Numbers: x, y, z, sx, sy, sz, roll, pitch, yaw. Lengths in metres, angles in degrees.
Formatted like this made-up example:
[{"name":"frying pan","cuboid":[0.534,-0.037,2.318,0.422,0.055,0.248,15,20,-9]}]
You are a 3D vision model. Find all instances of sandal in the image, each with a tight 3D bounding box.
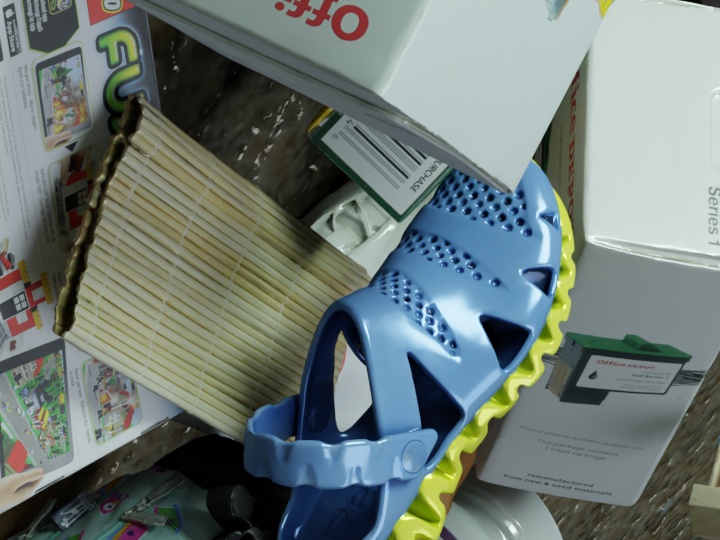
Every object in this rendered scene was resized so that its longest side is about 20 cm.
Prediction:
[{"name":"sandal","cuboid":[0.017,0.034,1.113,0.087,0.079,0.201,43,66,-42]}]

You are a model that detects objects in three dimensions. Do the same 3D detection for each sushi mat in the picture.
[{"name":"sushi mat","cuboid":[-0.054,0.011,1.111,0.200,0.012,0.096,37,68,-58]}]

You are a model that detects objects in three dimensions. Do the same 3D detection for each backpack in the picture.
[{"name":"backpack","cuboid":[-0.109,0.176,1.176,0.199,0.126,0.168,-32,122,-24]}]

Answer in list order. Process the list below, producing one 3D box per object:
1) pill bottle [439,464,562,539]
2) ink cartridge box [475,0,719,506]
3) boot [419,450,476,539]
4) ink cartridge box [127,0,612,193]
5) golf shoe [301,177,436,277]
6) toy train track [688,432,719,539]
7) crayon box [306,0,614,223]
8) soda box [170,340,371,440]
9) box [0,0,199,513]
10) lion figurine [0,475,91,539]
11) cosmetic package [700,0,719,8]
[{"name":"pill bottle","cuboid":[0.017,0.191,1.556,0.200,0.112,0.113,-32,149,-30]},{"name":"ink cartridge box","cuboid":[0.116,-0.009,1.287,0.200,0.084,0.147,109,-12,-53]},{"name":"boot","cuboid":[0.012,0.122,1.406,0.200,0.076,0.156,-56,-172,46]},{"name":"ink cartridge box","cuboid":[0.019,-0.155,1.015,0.201,0.145,0.145,-62,154,-1]},{"name":"golf shoe","cuboid":[0.000,0.000,1.320,0.200,0.073,0.092,-55,152,12]},{"name":"toy train track","cuboid":[0.177,0.020,1.256,0.032,0.114,0.201,23,79,-40]},{"name":"crayon box","cuboid":[0.073,-0.124,1.173,0.200,0.058,0.173,-46,-177,15]},{"name":"soda box","cuboid":[-0.052,0.033,1.221,0.200,0.068,0.064,25,105,-43]},{"name":"box","cuboid":[-0.121,-0.020,1.059,0.110,0.035,0.201,-28,123,-37]},{"name":"lion figurine","cuboid":[-0.146,0.112,1.235,0.122,0.073,0.200,-34,156,-10]},{"name":"cosmetic package","cuboid":[0.287,-0.158,1.394,0.199,0.200,0.123,-43,-163,-13]}]
